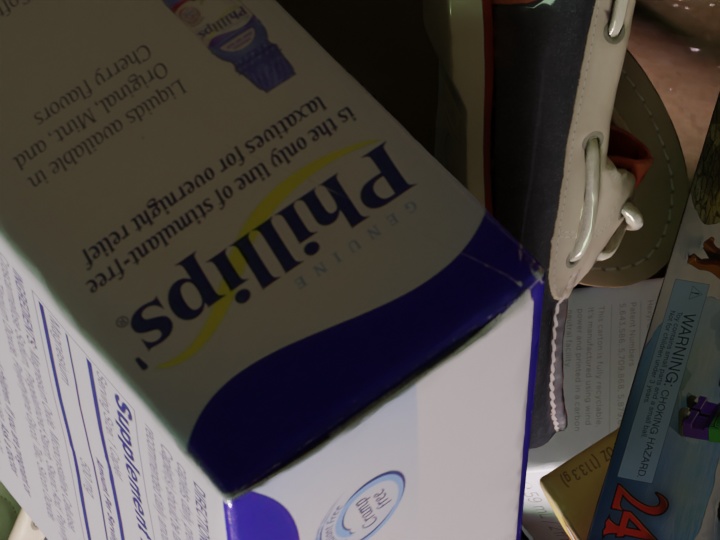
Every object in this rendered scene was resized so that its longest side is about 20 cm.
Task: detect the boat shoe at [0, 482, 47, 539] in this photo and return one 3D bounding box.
[{"bbox_3d":[-0.142,0.069,0.968,0.071,0.062,0.201,26,115,22],"label":"boat shoe"}]

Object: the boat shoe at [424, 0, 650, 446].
[{"bbox_3d":[0.053,-0.035,0.708,0.062,0.071,0.201,-8,120,-7],"label":"boat shoe"}]

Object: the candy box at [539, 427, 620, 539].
[{"bbox_3d":[0.169,0.061,0.736,0.117,0.199,0.057,57,180,36],"label":"candy box"}]

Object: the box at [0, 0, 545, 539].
[{"bbox_3d":[-0.051,0.014,0.706,0.200,0.105,0.184,47,158,26],"label":"box"}]

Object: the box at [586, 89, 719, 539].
[{"bbox_3d":[0.151,0.027,0.701,0.136,0.201,0.038,9,153,21],"label":"box"}]

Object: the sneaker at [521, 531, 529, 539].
[{"bbox_3d":[0.028,0.114,0.872,0.201,0.078,0.066,54,180,4],"label":"sneaker"}]

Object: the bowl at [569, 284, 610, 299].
[{"bbox_3d":[0.000,0.000,0.901,0.199,0.040,0.201,3,154,1],"label":"bowl"}]

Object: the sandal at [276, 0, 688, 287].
[{"bbox_3d":[0.012,-0.075,0.786,0.211,0.078,0.070,33,-175,-13],"label":"sandal"}]

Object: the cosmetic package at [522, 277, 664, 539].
[{"bbox_3d":[0.152,0.050,0.856,0.198,0.075,0.102,-7,151,23],"label":"cosmetic package"}]

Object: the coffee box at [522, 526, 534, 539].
[{"bbox_3d":[0.107,0.185,0.989,0.200,0.200,0.198,45,169,26],"label":"coffee box"}]
